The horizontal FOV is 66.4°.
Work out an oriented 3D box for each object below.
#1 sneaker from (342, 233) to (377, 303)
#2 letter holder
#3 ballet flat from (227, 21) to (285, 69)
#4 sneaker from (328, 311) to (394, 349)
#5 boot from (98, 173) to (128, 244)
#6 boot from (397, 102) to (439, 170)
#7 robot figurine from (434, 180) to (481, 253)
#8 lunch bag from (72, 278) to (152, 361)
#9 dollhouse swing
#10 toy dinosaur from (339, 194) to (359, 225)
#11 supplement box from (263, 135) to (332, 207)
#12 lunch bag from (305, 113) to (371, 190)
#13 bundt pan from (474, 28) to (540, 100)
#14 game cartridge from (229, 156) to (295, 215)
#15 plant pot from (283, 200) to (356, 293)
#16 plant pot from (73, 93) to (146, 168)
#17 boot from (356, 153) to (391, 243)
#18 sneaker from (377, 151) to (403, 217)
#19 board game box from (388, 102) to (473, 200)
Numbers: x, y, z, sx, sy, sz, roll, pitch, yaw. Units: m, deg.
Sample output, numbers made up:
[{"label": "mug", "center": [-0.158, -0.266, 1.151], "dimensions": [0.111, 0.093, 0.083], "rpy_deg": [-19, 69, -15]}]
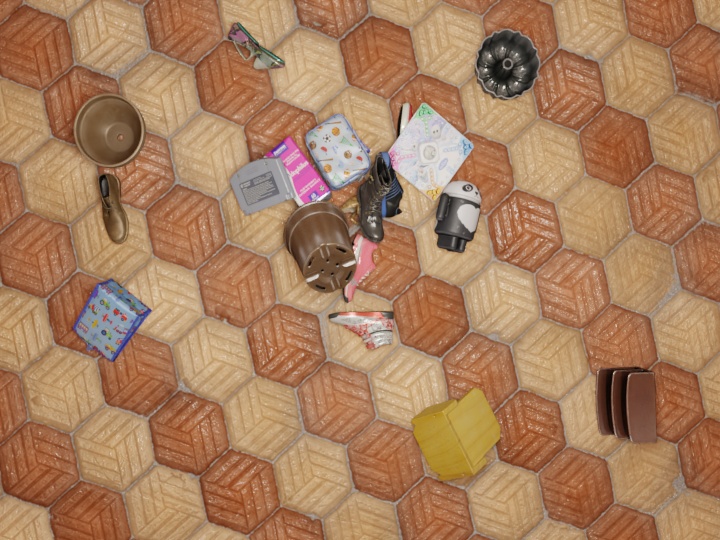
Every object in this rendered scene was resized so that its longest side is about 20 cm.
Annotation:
[{"label": "sneaker", "center": [0.000, 0.000, 1.619], "dimensions": [0.084, 0.074, 0.206], "rpy_deg": [14, 89, -4]}, {"label": "letter holder", "center": [0.787, 0.399, 1.639], "dimensions": [0.138, 0.101, 0.207], "rpy_deg": [-2, 90, -1]}, {"label": "ballet flat", "center": [-0.310, -0.642, 1.620], "dimensions": [0.199, 0.069, 0.072], "rpy_deg": [40, 106, 2]}, {"label": "sneaker", "center": [0.003, 0.176, 1.620], "dimensions": [0.195, 0.067, 0.112], "rpy_deg": [0, 87, -5]}, {"label": "boot", "center": [-0.722, -0.178, 1.587], "dimensions": [0.071, 0.075, 0.206], "rpy_deg": [-10, 91, -4]}, {"label": "boot", "center": [0.181, -0.392, 1.634], "dimensions": [0.140, 0.072, 0.207], "rpy_deg": [-2, 97, -3]}, {"label": "robot figurine", "center": [0.285, -0.158, 1.606], "dimensions": [0.121, 0.150, 0.206], "rpy_deg": [13, 89, 10]}, {"label": "lunch bag", "center": [-0.729, 0.154, 1.584], "dimensions": [0.149, 0.094, 0.202], "rpy_deg": [38, 97, -4]}, {"label": "dollhouse swing", "center": [0.289, 0.477, 1.647], "dimensions": [0.180, 0.175, 0.204], "rpy_deg": [-28, 91, 39]}, {"label": "toy dinosaur", "center": [-0.027, -0.186, 1.626], "dimensions": [0.198, 0.060, 0.107], "rpy_deg": [-34, 88, -25]}, {"label": "supplement box", "center": [-0.180, -0.270, 1.599], "dimensions": [0.100, 0.103, 0.202], "rpy_deg": [-38, 90, -1]}, {"label": "lunch bag", "center": [-0.061, -0.345, 1.620], "dimensions": [0.158, 0.076, 0.203], "rpy_deg": [-31, 90, -5]}, {"label": "bundt pan", "center": [0.428, -0.603, 1.641], "dimensions": [0.195, 0.076, 0.209], "rpy_deg": [0, 90, -3]}, {"label": "game cartridge", "center": [-0.282, -0.245, 1.566], "dimensions": [0.196, 0.041, 0.137], "rpy_deg": [-13, 100, 34]}, {"label": "plant pot", "center": [-0.104, -0.055, 1.514], "dimensions": [0.194, 0.200, 0.205], "rpy_deg": [-8, 124, -12]}, {"label": "plant pot", "center": [-0.705, -0.393, 1.580], "dimensions": [0.194, 0.093, 0.208], "rpy_deg": [0, 90, -2]}, {"label": "boot", "center": [0.044, -0.196, 1.524], "dimensions": [0.067, 0.174, 0.206], "rpy_deg": [-9, 76, -20]}, {"label": "sneaker", "center": [0.086, -0.251, 1.600], "dimensions": [0.076, 0.071, 0.205], "rpy_deg": [-11, 124, -14]}, {"label": "board game box", "center": [0.201, -0.342, 1.598], "dimensions": [0.198, 0.026, 0.202], "rpy_deg": [36, 96, -10]}]
